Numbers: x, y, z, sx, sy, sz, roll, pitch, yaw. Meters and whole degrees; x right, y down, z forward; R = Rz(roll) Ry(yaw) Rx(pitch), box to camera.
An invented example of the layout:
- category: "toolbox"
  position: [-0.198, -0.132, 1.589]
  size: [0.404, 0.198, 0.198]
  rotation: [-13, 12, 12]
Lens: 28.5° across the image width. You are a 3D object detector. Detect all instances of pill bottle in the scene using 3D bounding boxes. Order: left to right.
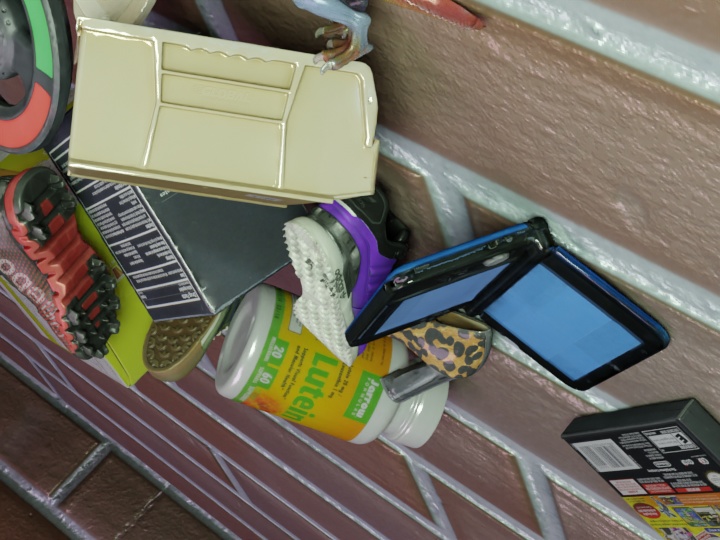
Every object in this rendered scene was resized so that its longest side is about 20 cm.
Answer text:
- category: "pill bottle"
  position: [-0.024, 0.095, 1.320]
  size: [0.200, 0.111, 0.111]
  rotation: [21, 167, -16]

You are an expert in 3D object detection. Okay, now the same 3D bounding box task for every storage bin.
- category: "storage bin"
  position: [-0.101, -0.100, 0.972]
  size: [0.198, 0.094, 0.200]
  rotation: [7, 180, -12]

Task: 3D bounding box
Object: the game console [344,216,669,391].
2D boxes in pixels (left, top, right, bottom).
- category: "game console"
  position: [0.099, 0.048, 1.044]
  size: [0.200, 0.170, 0.119]
  rotation: [124, 125, -71]

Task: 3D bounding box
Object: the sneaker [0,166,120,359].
- category: "sneaker"
  position: [-0.283, -0.006, 1.270]
  size: [0.098, 0.071, 0.201]
  rotation: [6, 131, 32]

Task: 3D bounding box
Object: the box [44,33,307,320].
- category: "box"
  position: [-0.157, -0.072, 1.214]
  size: [0.199, 0.123, 0.200]
  rotation: [60, 159, -9]

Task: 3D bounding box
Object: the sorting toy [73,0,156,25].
- category: "sorting toy"
  position: [-0.224, -0.287, 1.004]
  size: [0.180, 0.107, 0.200]
  rotation: [37, 163, 40]

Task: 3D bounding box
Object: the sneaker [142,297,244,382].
- category: "sneaker"
  position: [-0.136, 0.035, 1.376]
  size: [0.067, 0.200, 0.090]
  rotation: [6, 148, 28]

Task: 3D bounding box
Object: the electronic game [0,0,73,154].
- category: "electronic game"
  position: [-0.287, -0.189, 1.112]
  size: [0.200, 0.042, 0.200]
  rotation: [22, 122, 41]

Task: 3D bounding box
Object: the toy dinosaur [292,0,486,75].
- category: "toy dinosaur"
  position: [-0.038, -0.220, 0.849]
  size: [0.200, 0.105, 0.182]
  rotation: [-9, 122, 21]

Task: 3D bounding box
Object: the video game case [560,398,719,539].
- category: "video game case"
  position: [0.267, 0.178, 1.116]
  size: [0.181, 0.026, 0.200]
  rotation: [45, 161, -5]

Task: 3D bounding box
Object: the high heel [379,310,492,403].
- category: "high heel"
  position: [0.028, 0.011, 1.221]
  size: [0.143, 0.071, 0.200]
  rotation: [-31, 93, 48]

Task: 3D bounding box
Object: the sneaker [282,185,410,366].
- category: "sneaker"
  position: [0.000, 0.000, 1.148]
  size: [0.070, 0.099, 0.200]
  rotation: [41, 159, 23]

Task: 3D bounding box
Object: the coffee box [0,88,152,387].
- category: "coffee box"
  position: [-0.266, -0.038, 1.455]
  size: [0.198, 0.200, 0.200]
  rotation: [22, 151, 47]
